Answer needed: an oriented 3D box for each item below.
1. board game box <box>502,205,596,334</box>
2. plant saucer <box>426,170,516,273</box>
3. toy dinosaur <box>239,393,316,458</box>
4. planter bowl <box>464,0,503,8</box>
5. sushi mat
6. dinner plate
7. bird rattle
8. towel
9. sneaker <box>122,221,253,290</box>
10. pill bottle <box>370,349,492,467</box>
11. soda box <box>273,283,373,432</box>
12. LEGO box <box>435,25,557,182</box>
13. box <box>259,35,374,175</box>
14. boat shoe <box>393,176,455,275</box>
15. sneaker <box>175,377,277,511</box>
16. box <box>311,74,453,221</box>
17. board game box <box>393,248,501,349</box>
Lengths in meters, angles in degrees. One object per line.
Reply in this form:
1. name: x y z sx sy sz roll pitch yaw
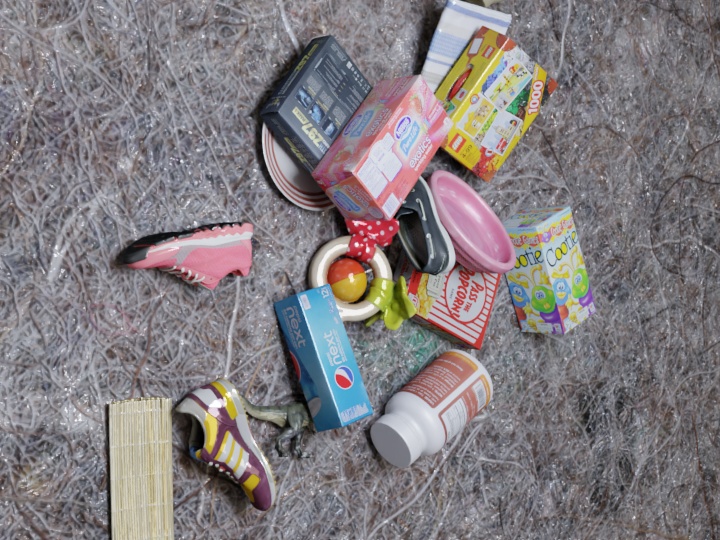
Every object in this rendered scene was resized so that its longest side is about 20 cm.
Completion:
1. board game box: 0.327 -0.001 1.891 0.103 0.105 0.201 -28 107 -37
2. plant saucer: 0.170 -0.071 1.734 0.200 0.051 0.201 38 27 -23
3. toy dinosaur: -0.097 0.228 1.555 0.199 0.047 0.089 8 75 -40
4. planter bowl: 0.202 -0.517 1.745 0.135 0.200 0.200 -48 123 0
5. sushi mat: -0.287 0.268 1.406 0.095 0.012 0.201 -2 91 -41
6. dinner plate: -0.071 -0.189 1.594 0.199 0.024 0.201 1 89 -41
7. bird rattle: 0.000 0.000 1.608 0.162 0.113 0.201 -22 99 -21
8. towel: 0.165 -0.338 1.752 0.146 0.024 0.201 6 111 -40
9. sneaker: -0.220 -0.012 1.427 0.199 0.074 0.087 -13 100 -41
10. pill bottle: 0.111 0.221 1.694 0.200 0.112 0.113 -35 112 -36
11. soda box: -0.054 0.127 1.549 0.064 0.068 0.201 -17 87 -39
12. LEGO box: 0.205 -0.270 1.749 0.149 0.077 0.200 30 97 -39
13. box: -0.038 -0.219 1.575 0.200 0.051 0.158 47 61 -32
14. boat shoe: 0.079 -0.083 1.648 0.060 0.076 0.201 -4 55 -44
15. sneaker: -0.187 0.252 1.463 0.090 0.075 0.201 -28 102 -30
16. box: 0.033 -0.176 1.542 0.103 0.094 0.200 50 60 -32
17. board game box: 0.141 0.026 1.764 0.200 0.046 0.152 29 71 -38
